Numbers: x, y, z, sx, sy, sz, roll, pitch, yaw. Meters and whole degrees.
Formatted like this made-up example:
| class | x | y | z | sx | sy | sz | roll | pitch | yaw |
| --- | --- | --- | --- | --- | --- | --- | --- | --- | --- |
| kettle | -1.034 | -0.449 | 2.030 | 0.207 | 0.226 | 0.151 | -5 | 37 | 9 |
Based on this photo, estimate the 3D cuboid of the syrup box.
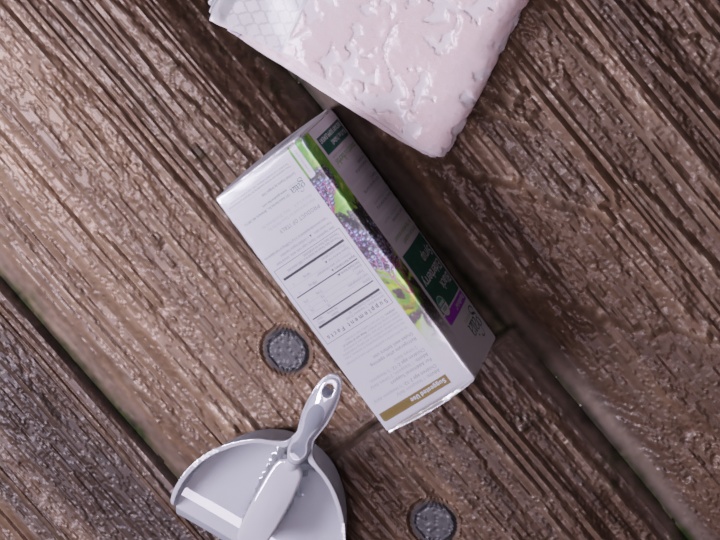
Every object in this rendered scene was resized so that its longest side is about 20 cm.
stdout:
| class | x | y | z | sx | sy | sz | roll | pitch | yaw |
| --- | --- | --- | --- | --- | --- | --- | --- | --- | --- |
| syrup box | 0.000 | 0.000 | 1.150 | 0.081 | 0.079 | 0.200 | -34 | 97 | 24 |

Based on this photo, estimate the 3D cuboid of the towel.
| class | x | y | z | sx | sy | sz | roll | pitch | yaw |
| --- | --- | --- | --- | --- | --- | --- | --- | --- | --- |
| towel | 0.017 | -0.200 | 1.098 | 0.190 | 0.032 | 0.201 | 30 | 116 | 4 |

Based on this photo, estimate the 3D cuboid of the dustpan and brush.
| class | x | y | z | sx | sy | sz | roll | pitch | yaw |
| --- | --- | --- | --- | --- | --- | --- | --- | --- | --- |
| dustpan and brush | -0.052 | 0.145 | 1.229 | 0.139 | 0.057 | 0.201 | 30 | 115 | 4 |
